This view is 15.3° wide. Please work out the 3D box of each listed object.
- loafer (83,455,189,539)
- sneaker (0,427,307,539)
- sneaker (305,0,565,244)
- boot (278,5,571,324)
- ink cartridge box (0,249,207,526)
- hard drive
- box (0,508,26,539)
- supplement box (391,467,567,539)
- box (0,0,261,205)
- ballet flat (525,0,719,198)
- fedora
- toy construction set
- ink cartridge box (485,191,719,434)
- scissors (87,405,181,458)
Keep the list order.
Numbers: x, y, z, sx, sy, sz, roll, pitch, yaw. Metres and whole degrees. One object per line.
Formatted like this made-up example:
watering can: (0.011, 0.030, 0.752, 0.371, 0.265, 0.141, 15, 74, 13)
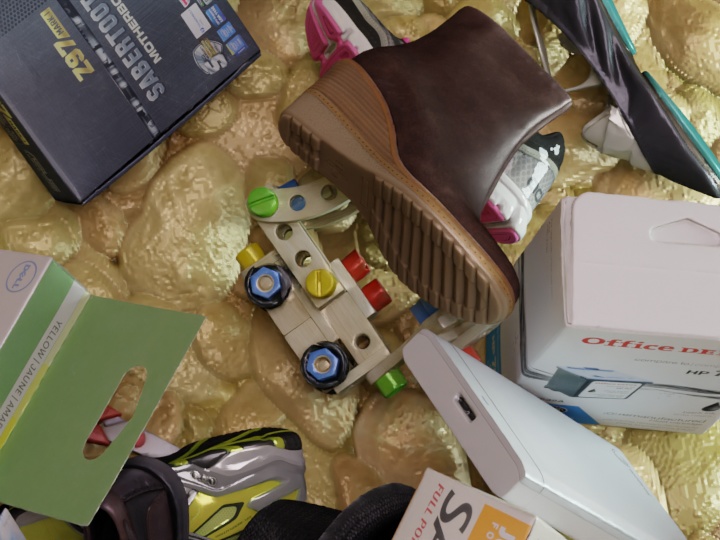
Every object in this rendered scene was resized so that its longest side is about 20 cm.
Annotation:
loafer: (-0.136, 0.208, 1.530, 0.072, 0.063, 0.200, 7, 106, 26)
sneaker: (-0.126, 0.150, 1.589, 0.200, 0.075, 0.077, -12, 96, -5)
sneaker: (0.052, -0.111, 1.701, 0.200, 0.074, 0.087, 45, 67, 3)
boot: (0.068, -0.070, 1.590, 0.166, 0.072, 0.200, -29, 62, -30)
ink cartridge box: (-0.200, 0.062, 1.547, 0.048, 0.200, 0.146, 45, 64, -38)
hard drive: (0.117, 0.116, 1.567, 0.027, 0.200, 0.132, -46, 45, 11)
box: (-0.169, 0.242, 1.451, 0.048, 0.122, 0.200, -29, 104, 18)
supplement box: (0.065, 0.198, 1.525, 0.073, 0.200, 0.126, 24, 83, 21)
box: (-0.177, -0.164, 1.642, 0.158, 0.051, 0.200, -41, 111, -18)
ballet flat: (0.161, -0.120, 1.730, 0.073, 0.073, 0.200, -31, 87, -17)
fedora: (-0.035, 0.206, 1.553, 0.091, 0.201, 0.201, 21, 68, 29)
toy construction set: (0.000, 0.000, 1.638, 0.131, 0.092, 0.200, -36, 65, 1)
ink cartridge box: (0.167, 0.029, 1.609, 0.146, 0.200, 0.086, 5, 73, -8)
scissors: (-0.146, 0.092, 1.632, 0.200, 0.014, 0.073, 12, 72, -6)
